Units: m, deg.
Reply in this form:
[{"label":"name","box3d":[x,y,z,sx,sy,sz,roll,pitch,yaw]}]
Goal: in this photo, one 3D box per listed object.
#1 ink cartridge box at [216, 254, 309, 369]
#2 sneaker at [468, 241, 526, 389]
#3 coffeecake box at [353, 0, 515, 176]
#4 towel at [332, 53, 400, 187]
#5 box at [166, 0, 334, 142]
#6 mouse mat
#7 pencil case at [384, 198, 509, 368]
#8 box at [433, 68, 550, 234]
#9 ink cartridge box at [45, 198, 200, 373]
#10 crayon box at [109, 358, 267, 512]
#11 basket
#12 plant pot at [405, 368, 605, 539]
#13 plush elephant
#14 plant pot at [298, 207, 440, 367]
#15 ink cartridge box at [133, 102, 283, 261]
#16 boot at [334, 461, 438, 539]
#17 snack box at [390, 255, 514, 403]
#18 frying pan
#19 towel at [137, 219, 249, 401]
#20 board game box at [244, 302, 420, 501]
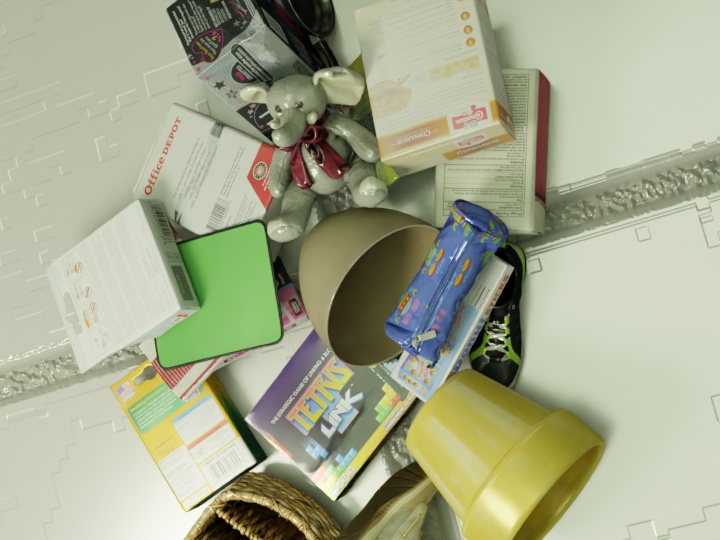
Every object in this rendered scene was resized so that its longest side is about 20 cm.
[{"label":"ink cartridge box","box3d":[-0.175,0.068,1.746,0.199,0.037,0.095,-29,73,-1]},{"label":"sneaker","box3d":[0.167,0.056,1.659,0.071,0.083,0.202,2,90,16]},{"label":"coffeecake box","box3d":[0.088,-0.235,1.578,0.152,0.073,0.202,-16,73,19]},{"label":"towel","box3d":[0.027,-0.201,1.680,0.143,0.023,0.201,-38,57,33]},{"label":"box","box3d":[-0.134,-0.271,1.672,0.114,0.200,0.133,-34,57,13]},{"label":"mouse mat","box3d":[-0.191,0.033,1.687,0.199,0.008,0.162,-14,81,26]},{"label":"pencil case","box3d":[0.101,0.015,1.575,0.078,0.087,0.201,27,105,-4]},{"label":"box","box3d":[0.167,-0.147,1.650,0.127,0.109,0.202,2,90,16]},{"label":"ink cartridge box","box3d":[-0.315,0.023,1.732,0.199,0.050,0.163,-32,73,32]},{"label":"crayon box","box3d":[-0.233,0.207,1.782,0.125,0.052,0.201,-35,81,12]},{"label":"basket","box3d":[-0.119,0.368,1.681,0.199,0.149,0.143,36,117,14]},{"label":"plant pot","box3d":[0.165,0.228,1.606,0.189,0.200,0.201,38,99,23]},{"label":"plush elephant","box3d":[-0.062,-0.166,1.590,0.164,0.155,0.201,-16,47,28]},{"label":"plant pot","box3d":[0.000,0.000,1.642,0.134,0.200,0.201,40,100,39]},{"label":"ink cartridge box","box3d":[-0.183,-0.117,1.743,0.199,0.084,0.145,26,96,23]},{"label":"boot","box3d":[0.069,0.351,1.681,0.200,0.072,0.155,-43,107,-24]},{"label":"snack box","box3d":[0.113,0.065,1.633,0.072,0.024,0.201,34,102,31]},{"label":"frying pan","box3d":[-0.055,-0.326,1.730,0.031,0.115,0.191,-19,109,29]},{"label":"towel","box3d":[-0.244,0.053,1.729,0.144,0.023,0.200,-47,68,18]},{"label":"board game box","box3d":[-0.028,0.171,1.725,0.165,0.057,0.201,39,98,11]}]
